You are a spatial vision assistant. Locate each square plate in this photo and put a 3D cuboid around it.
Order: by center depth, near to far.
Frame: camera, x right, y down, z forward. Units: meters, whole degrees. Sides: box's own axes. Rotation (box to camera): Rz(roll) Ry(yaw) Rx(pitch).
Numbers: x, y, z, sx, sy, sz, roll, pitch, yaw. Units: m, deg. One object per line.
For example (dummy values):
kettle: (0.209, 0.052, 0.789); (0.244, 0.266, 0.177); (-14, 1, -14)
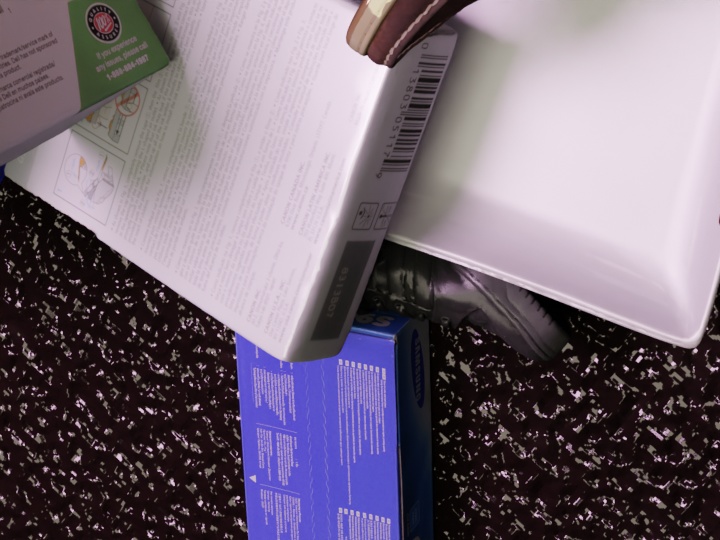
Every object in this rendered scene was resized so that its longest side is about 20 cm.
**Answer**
square plate: (0.089, -0.092, 0.911); (0.197, 0.028, 0.202); (20, 104, 21)

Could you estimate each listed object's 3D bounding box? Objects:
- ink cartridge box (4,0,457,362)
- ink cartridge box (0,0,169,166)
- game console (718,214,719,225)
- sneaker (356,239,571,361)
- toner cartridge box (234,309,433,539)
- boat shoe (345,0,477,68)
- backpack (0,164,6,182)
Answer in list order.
ink cartridge box: (-0.066, -0.075, 0.956); (0.199, 0.057, 0.164); (33, 111, 35)
ink cartridge box: (-0.195, -0.141, 0.895); (0.084, 0.145, 0.201); (-26, 97, 36)
game console: (0.273, -0.043, 0.806); (0.200, 0.171, 0.119); (-52, 57, 35)
sneaker: (-0.001, 0.000, 0.992); (0.200, 0.060, 0.104); (43, 98, 13)
toner cartridge box: (-0.012, 0.108, 1.077); (0.094, 0.043, 0.202); (10, 117, 24)
boat shoe: (0.083, -0.145, 0.843); (0.200, 0.072, 0.072); (-42, 88, -4)
backpack: (-0.248, -0.097, 1.019); (0.167, 0.200, 0.163); (30, 132, 8)
